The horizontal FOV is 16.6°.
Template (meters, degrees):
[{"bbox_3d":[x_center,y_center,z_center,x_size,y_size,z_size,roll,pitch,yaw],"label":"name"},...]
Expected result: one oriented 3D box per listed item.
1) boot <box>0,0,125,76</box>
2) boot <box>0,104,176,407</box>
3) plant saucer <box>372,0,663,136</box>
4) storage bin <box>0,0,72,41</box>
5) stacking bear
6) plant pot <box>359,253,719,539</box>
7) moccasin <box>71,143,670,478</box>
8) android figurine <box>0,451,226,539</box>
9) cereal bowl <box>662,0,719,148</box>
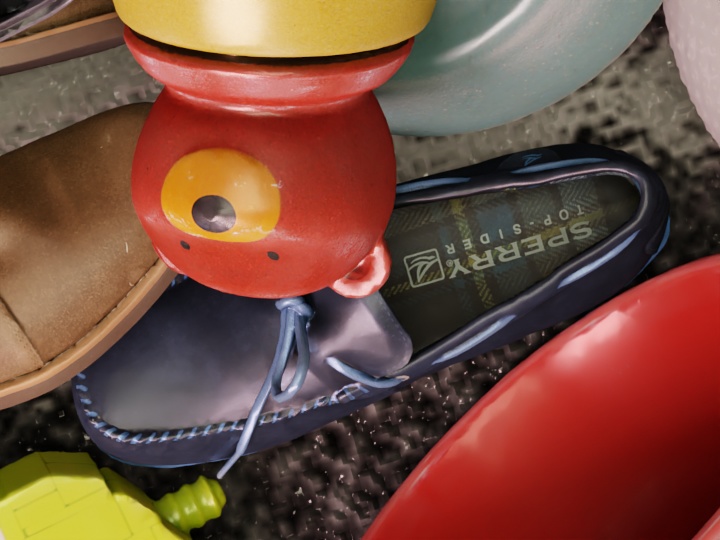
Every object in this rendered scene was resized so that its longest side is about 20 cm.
[{"bbox_3d":[-0.163,-0.089,0.763,0.198,0.074,0.076,-3,91,1],"label":"boot"},{"bbox_3d":[-0.133,0.000,0.735,0.199,0.074,0.076,-31,140,-7],"label":"boot"},{"bbox_3d":[0.004,-0.132,0.738,0.198,0.036,0.202,7,112,19],"label":"plant saucer"},{"bbox_3d":[-0.185,-0.099,0.670,0.199,0.135,0.094,-28,71,-4],"label":"storage bin"},{"bbox_3d":[-0.025,-0.088,0.680,0.120,0.114,0.202,6,111,10],"label":"stacking bear"},{"bbox_3d":[0.112,0.124,0.748,0.200,0.200,0.177,-42,107,3],"label":"plant pot"},{"bbox_3d":[0.000,0.000,0.773,0.199,0.068,0.081,-25,81,-3],"label":"moccasin"},{"bbox_3d":[-0.123,0.136,0.790,0.199,0.041,0.183,-28,106,-10],"label":"android figurine"},{"bbox_3d":[0.172,-0.100,0.719,0.199,0.083,0.202,-4,83,32],"label":"cereal bowl"}]
